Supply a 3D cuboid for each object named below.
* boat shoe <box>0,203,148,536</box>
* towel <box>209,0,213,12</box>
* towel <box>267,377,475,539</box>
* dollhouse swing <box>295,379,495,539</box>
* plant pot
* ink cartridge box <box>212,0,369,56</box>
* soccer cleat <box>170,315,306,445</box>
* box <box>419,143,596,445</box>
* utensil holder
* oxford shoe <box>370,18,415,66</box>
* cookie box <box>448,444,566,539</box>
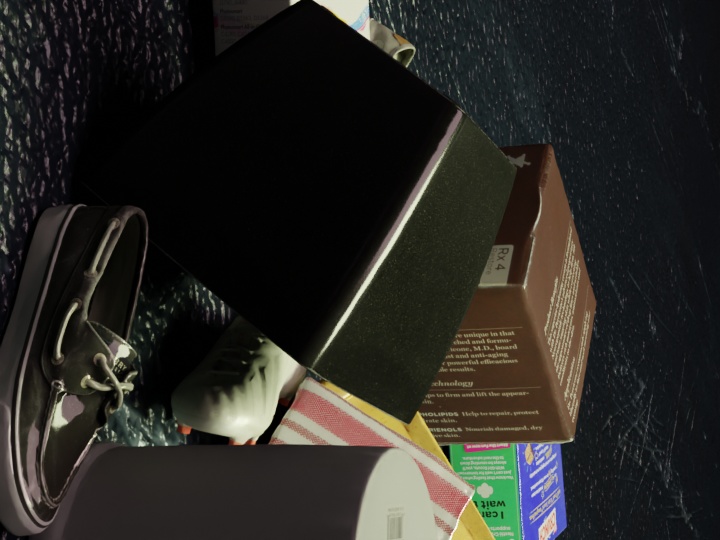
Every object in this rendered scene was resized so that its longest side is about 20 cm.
[{"bbox_3d":[-0.161,0.051,1.144,0.071,0.063,0.202,54,38,-57],"label":"boat shoe"},{"bbox_3d":[-0.054,-0.197,1.528,0.194,0.034,0.201,-73,153,-44],"label":"towel"},{"bbox_3d":[-0.025,0.189,1.358,0.201,0.146,0.030,-60,-170,-24],"label":"towel"},{"bbox_3d":[-0.011,0.188,1.458,0.201,0.175,0.182,58,-6,0],"label":"dollhouse swing"},{"bbox_3d":[-0.017,-0.046,1.268,0.178,0.200,0.199,-52,156,2],"label":"plant pot"},{"bbox_3d":[-0.047,-0.182,1.426,0.116,0.067,0.202,-22,112,-60],"label":"ink cartridge box"},{"bbox_3d":[-0.077,0.065,1.368,0.200,0.069,0.078,-36,142,-75],"label":"soccer cleat"},{"bbox_3d":[0.096,0.024,1.731,0.167,0.162,0.201,-73,153,-42],"label":"box"},{"bbox_3d":[-0.070,0.185,1.187,0.170,0.198,0.172,-2,90,-70],"label":"utensil holder"},{"bbox_3d":[0.002,-0.100,1.607,0.075,0.057,0.202,58,45,-79],"label":"oxford shoe"},{"bbox_3d":[0.141,0.172,1.973,0.171,0.074,0.202,-18,105,-70],"label":"cookie box"}]
